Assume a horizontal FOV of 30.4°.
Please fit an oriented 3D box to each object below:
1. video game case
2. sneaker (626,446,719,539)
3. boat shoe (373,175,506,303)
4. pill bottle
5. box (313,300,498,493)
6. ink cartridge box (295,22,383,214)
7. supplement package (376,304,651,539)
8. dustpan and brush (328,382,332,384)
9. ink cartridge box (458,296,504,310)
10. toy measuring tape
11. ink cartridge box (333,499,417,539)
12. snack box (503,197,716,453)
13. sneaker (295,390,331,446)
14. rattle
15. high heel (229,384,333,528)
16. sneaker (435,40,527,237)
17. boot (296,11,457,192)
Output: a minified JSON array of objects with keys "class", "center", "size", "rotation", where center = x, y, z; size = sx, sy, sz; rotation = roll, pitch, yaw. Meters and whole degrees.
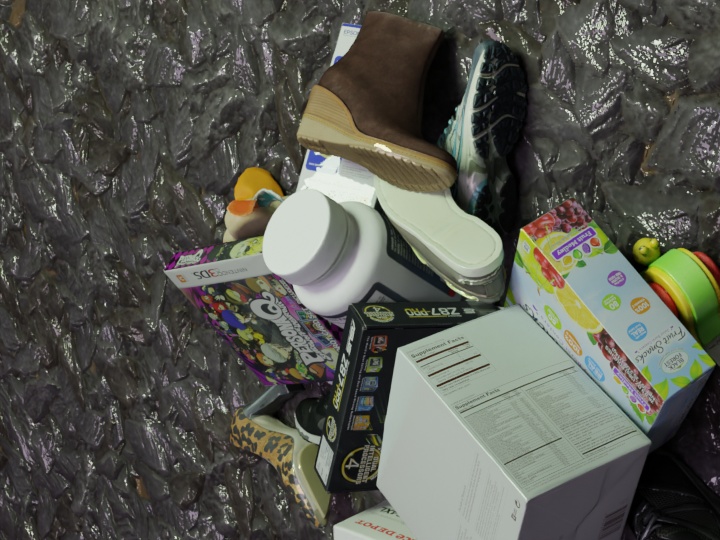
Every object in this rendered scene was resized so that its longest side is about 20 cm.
[{"class":"video game case","center":[-0.101,0.049,1.482],"size":[0.180,0.036,0.201],"rotation":[-7,130,45]},{"class":"sneaker","center":[0.270,0.229,1.227],"size":[0.199,0.113,0.077],"rotation":[41,126,33]},{"class":"boat shoe","center":[0.076,-0.040,1.293],"size":[0.202,0.071,0.061],"rotation":[49,165,45]},{"class":"pill bottle","center":[0.000,0.000,1.334],"size":[0.119,0.199,0.121],"rotation":[-23,53,33]},{"class":"box","center":[0.048,0.127,1.330],"size":[0.049,0.159,0.203],"rotation":[-127,44,-52]},{"class":"ink cartridge box","center":[0.000,-0.156,1.401],"size":[0.093,0.037,0.203],"rotation":[13,86,24]},{"class":"supplement package","center":[0.134,0.180,1.220],"size":[0.200,0.145,0.193],"rotation":[48,145,38]},{"class":"dustpan and brush","center":[-0.059,0.063,1.558],"size":[0.198,0.057,0.142],"rotation":[18,114,42]},{"class":"ink cartridge box","center":[0.105,0.123,1.417],"size":[0.198,0.043,0.202],"rotation":[7,106,47]},{"class":"toy measuring tape","center":[0.306,0.044,1.158],"size":[0.201,0.073,0.074],"rotation":[54,133,23]},{"class":"ink cartridge box","center":[0.090,0.285,1.366],"size":[0.145,0.198,0.086],"rotation":[10,109,43]},{"class":"snack box","center":[0.220,0.060,1.212],"size":[0.201,0.067,0.169],"rotation":[54,164,22]},{"class":"sneaker","center":[-0.013,0.161,1.515],"size":[0.199,0.075,0.089],"rotation":[22,114,59]},{"class":"rattle","center":[-0.114,-0.091,1.489],"size":[0.128,0.200,0.145],"rotation":[-10,70,18]},{"class":"high heel","center":[-0.100,0.245,1.640],"size":[0.142,0.071,0.202],"rotation":[-42,55,38]},{"class":"sneaker","center":[0.107,-0.131,1.320],"size":[0.086,0.077,0.203],"rotation":[25,118,43]},{"class":"boot","center":[0.042,-0.175,1.313],"size":[0.198,0.072,0.168],"rotation":[22,72,33]}]
